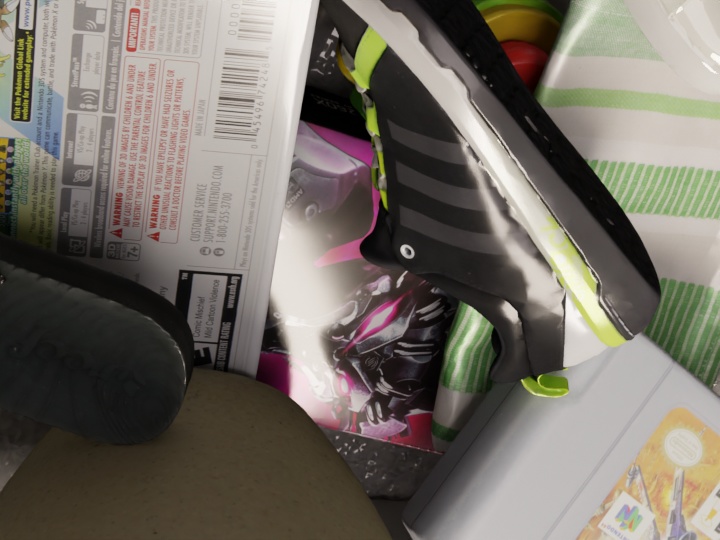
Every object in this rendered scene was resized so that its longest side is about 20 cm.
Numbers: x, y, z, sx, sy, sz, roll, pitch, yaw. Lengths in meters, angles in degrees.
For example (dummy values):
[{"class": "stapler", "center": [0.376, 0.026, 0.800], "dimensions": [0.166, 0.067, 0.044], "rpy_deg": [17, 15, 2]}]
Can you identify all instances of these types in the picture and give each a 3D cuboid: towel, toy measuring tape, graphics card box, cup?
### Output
[{"class": "towel", "center": [0.111, -0.017, 0.799], "dimensions": [0.151, 0.023, 0.201], "rpy_deg": [1, 120, -36]}, {"class": "toy measuring tape", "center": [0.079, -0.070, 0.795], "dimensions": [0.199, 0.074, 0.074], "rpy_deg": [14, 113, -30]}, {"class": "graphics card box", "center": [0.000, 0.000, 0.814], "dimensions": [0.198, 0.051, 0.126], "rpy_deg": [17, 112, -25]}, {"class": "cup", "center": [-0.064, 0.122, 0.739], "dimensions": [0.198, 0.144, 0.201], "rpy_deg": [-1, 143, -1]}]

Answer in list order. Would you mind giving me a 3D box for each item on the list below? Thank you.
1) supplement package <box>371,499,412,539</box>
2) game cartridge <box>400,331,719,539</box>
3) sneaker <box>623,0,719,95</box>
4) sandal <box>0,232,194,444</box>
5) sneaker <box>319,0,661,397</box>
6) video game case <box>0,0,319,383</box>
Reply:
[{"class": "supplement package", "center": [0.055, 0.182, 0.894], "dimensions": [0.198, 0.117, 0.118], "rpy_deg": [7, 116, -23]}, {"class": "game cartridge", "center": [0.117, 0.115, 0.807], "dimensions": [0.200, 0.041, 0.134], "rpy_deg": [37, 85, -25]}, {"class": "sneaker", "center": [0.123, -0.162, 0.698], "dimensions": [0.072, 0.084, 0.202], "rpy_deg": [-17, 97, -38]}, {"class": "sandal", "center": [-0.154, 0.013, 0.672], "dimensions": [0.199, 0.048, 0.076], "rpy_deg": [14, 123, 3]}, {"class": "sneaker", "center": [0.025, -0.034, 0.709], "dimensions": [0.082, 0.072, 0.200], "rpy_deg": [-33, 107, 17]}, {"class": "video game case", "center": [-0.114, -0.037, 0.695], "dimensions": [0.180, 0.022, 0.201], "rpy_deg": [4, 131, -9]}]
